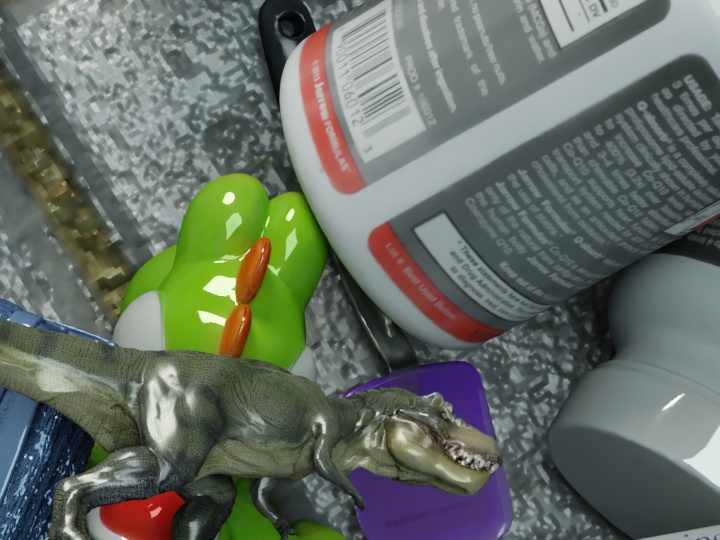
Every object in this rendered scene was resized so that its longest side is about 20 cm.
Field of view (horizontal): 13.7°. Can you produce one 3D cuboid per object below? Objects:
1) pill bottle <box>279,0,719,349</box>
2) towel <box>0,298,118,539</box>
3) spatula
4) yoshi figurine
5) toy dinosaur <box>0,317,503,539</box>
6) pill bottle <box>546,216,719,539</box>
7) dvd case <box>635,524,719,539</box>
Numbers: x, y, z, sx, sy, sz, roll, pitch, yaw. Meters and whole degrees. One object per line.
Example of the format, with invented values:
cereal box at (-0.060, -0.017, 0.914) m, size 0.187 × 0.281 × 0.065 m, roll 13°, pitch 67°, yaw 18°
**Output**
pill bottle at (0.084, -0.067, 0.939) m, size 0.200 × 0.116 × 0.116 m, roll -29°, pitch 83°, yaw 22°
towel at (-0.183, 0.043, 0.916) m, size 0.200 × 0.049 × 0.112 m, roll 18°, pitch 76°, yaw 14°
spatula at (0.000, 0.000, 1.015) m, size 0.056 × 0.021 × 0.200 m, roll -15°, pitch 80°, yaw -22°
yoshi figurine at (-0.061, 0.069, 0.959) m, size 0.112 × 0.112 × 0.200 m, roll 26°, pitch 83°, yaw -43°
toy dinosaur at (-0.055, 0.055, 0.861) m, size 0.200 × 0.047 × 0.088 m, roll 19°, pitch 68°, yaw -28°
pill bottle at (0.153, 0.001, 1.002) m, size 0.116 × 0.116 × 0.200 m, roll 37°, pitch 72°, yaw -3°
dvd case at (0.077, 0.141, 0.950) m, size 0.200 × 0.143 × 0.018 m, roll -9°, pitch 41°, yaw -16°
